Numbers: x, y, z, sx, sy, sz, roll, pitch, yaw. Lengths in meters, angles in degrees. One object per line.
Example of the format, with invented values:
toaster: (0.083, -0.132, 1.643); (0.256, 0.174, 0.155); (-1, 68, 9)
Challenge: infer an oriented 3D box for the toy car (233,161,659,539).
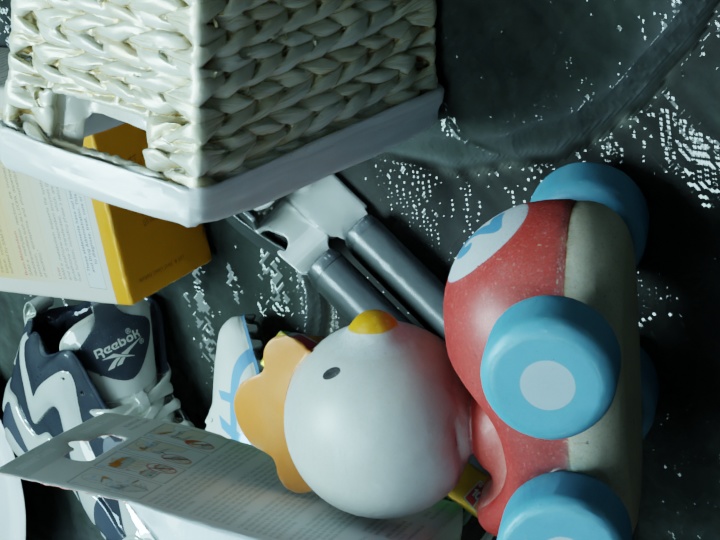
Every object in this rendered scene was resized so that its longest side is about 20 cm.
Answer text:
toy car: (0.033, 0.053, 1.402); (0.199, 0.184, 0.177); (-1, 115, 11)

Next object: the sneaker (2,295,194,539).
sneaker: (-0.128, 0.081, 1.684); (0.199, 0.079, 0.130); (38, 142, 34)

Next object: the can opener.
can opener: (0.000, 0.000, 1.559); (0.200, 0.053, 0.066); (43, 168, 18)

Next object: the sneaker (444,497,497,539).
sneaker: (0.044, 0.151, 1.591); (0.200, 0.076, 0.116); (39, 169, -7)

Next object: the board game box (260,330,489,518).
board game box: (0.047, 0.095, 1.528); (0.200, 0.096, 0.030); (37, 101, 23)

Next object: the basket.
basket: (-0.065, -0.117, 1.444); (0.135, 0.200, 0.124); (17, 116, 34)

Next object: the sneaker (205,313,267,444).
sneaker: (-0.071, 0.124, 1.621); (0.072, 0.072, 0.201); (-2, 85, 4)

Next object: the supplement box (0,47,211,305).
supplement box: (-0.188, -0.057, 1.669); (0.200, 0.073, 0.126); (6, 116, 39)

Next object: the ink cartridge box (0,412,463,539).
ink cartridge box: (-0.063, 0.125, 1.449); (0.200, 0.160, 0.047); (13, 101, 13)

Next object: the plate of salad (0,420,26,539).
plate of salad: (-0.272, 0.130, 1.864); (0.200, 0.048, 0.201); (14, 111, 39)
